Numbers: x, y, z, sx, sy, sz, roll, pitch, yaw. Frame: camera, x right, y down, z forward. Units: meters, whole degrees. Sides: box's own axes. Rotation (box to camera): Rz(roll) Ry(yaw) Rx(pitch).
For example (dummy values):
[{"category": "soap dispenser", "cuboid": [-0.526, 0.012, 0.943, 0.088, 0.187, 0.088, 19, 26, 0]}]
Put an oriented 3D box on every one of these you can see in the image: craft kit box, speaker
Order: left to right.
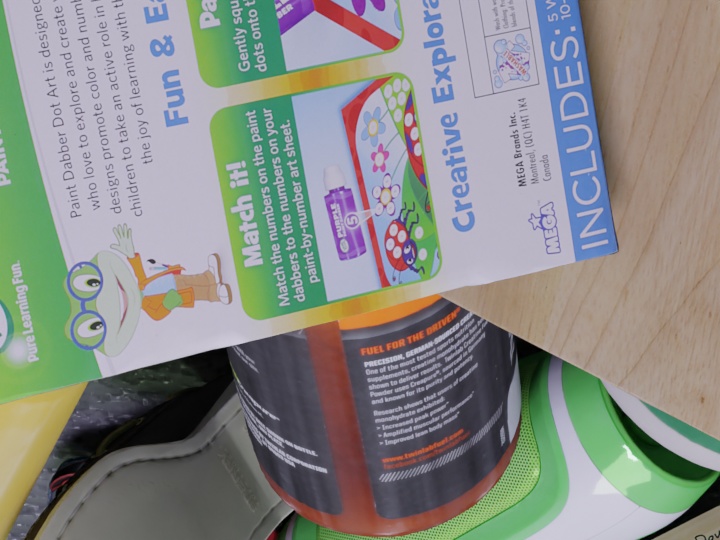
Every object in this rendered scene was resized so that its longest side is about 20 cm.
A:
[{"category": "craft kit box", "cuboid": [-0.040, -0.080, 0.644, 0.197, 0.201, 0.048, -13, -170, -22]}, {"category": "speaker", "cuboid": [0.053, 0.094, 0.979, 0.088, 0.089, 0.200, 29, 135, -29]}]

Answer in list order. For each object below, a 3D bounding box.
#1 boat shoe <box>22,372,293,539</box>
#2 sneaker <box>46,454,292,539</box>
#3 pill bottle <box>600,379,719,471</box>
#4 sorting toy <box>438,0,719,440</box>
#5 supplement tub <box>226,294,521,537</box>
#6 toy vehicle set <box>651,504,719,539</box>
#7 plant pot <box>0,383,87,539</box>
[{"category": "boat shoe", "cuboid": [-0.076, 0.094, 0.916, 0.060, 0.201, 0.072, -23, 98, 36]}, {"category": "sneaker", "cuboid": [-0.070, 0.137, 1.067, 0.095, 0.079, 0.200, -4, 136, 29]}, {"category": "pill bottle", "cuboid": [0.163, -0.026, 0.796, 0.113, 0.113, 0.200, 16, 140, -16]}, {"category": "sorting toy", "cuboid": [0.121, -0.060, 0.693, 0.199, 0.070, 0.200, 28, 117, 31]}, {"category": "supplement tub", "cuboid": [0.000, 0.000, 0.843, 0.107, 0.107, 0.200, -2, 141, 6]}, {"category": "toy vehicle set", "cuboid": [0.150, 0.147, 1.023, 0.200, 0.027, 0.124, -28, 143, 5]}, {"category": "plant pot", "cuboid": [-0.197, 0.053, 0.870, 0.200, 0.201, 0.189, 27, 121, -28]}]
